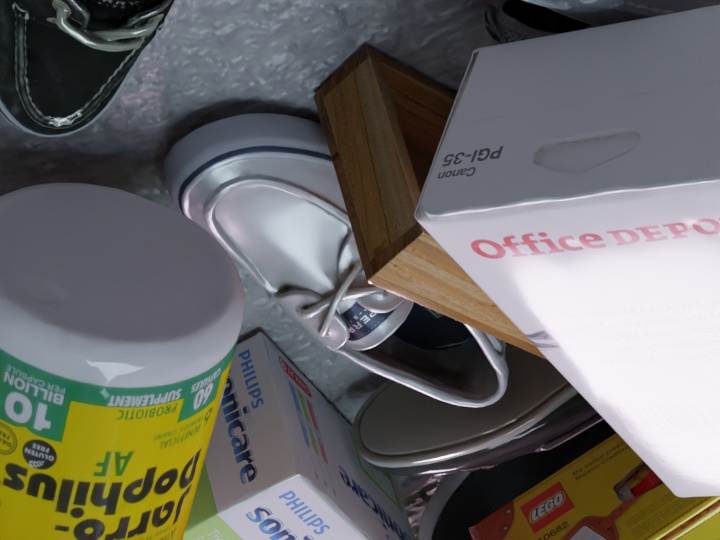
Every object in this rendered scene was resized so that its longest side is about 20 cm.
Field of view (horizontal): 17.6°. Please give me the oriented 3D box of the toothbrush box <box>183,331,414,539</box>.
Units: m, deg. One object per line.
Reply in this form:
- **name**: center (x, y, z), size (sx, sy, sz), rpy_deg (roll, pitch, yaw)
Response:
- **toothbrush box**: center (-0.089, 0.137, 1.083), size (0.199, 0.086, 0.146), rpy_deg (-27, 140, 13)

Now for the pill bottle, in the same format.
- **pill bottle**: center (-0.120, 0.076, 0.920), size (0.112, 0.113, 0.201), rpy_deg (2, 126, -23)

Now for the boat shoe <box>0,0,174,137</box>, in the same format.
- **boat shoe**: center (-0.094, -0.111, 0.804), size (0.070, 0.064, 0.201), rpy_deg (-1, 138, -20)

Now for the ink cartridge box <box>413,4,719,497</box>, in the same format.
- **ink cartridge box**: center (0.137, -0.002, 0.850), size (0.146, 0.083, 0.200), rpy_deg (-6, 142, 39)

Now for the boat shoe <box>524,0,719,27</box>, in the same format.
- **boat shoe**: center (0.068, -0.122, 0.808), size (0.199, 0.069, 0.072), rpy_deg (21, 114, -12)

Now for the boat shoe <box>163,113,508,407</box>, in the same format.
- **boat shoe**: center (0.000, 0.000, 0.971), size (0.073, 0.066, 0.199), rpy_deg (-39, 137, 25)

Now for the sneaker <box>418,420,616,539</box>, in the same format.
- **sneaker**: center (0.116, 0.112, 1.115), size (0.199, 0.100, 0.071), rpy_deg (-32, 130, 15)

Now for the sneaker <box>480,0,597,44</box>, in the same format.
- **sneaker**: center (0.134, -0.124, 0.869), size (0.200, 0.075, 0.082), rpy_deg (-41, 129, 20)

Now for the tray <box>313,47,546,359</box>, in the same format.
- **tray**: center (0.071, -0.011, 0.959), size (0.199, 0.099, 0.037), rpy_deg (23, 128, -39)

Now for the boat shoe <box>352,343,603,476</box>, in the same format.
- **boat shoe**: center (0.095, 0.051, 1.069), size (0.199, 0.067, 0.057), rpy_deg (-27, 136, 5)

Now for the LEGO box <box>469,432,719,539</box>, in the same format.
- **LEGO box**: center (0.173, 0.128, 1.030), size (0.199, 0.077, 0.149), rpy_deg (-33, 122, 2)
